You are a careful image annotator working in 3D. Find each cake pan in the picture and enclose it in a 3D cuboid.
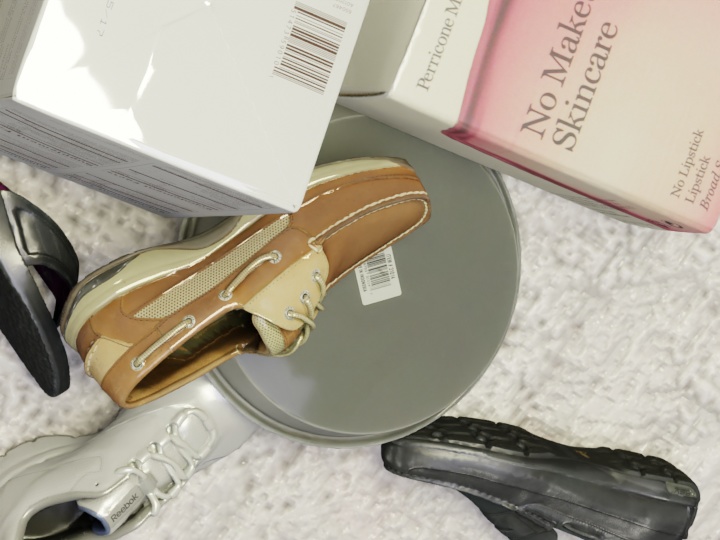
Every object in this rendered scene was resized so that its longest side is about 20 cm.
[{"bbox_3d":[0.000,0.000,1.548,0.199,0.037,0.201,-2,97,-18],"label":"cake pan"}]

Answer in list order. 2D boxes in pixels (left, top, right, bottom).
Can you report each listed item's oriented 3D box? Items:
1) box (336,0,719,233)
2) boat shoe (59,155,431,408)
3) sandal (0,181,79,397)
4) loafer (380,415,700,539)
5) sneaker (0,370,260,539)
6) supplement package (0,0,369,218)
[{"bbox_3d":[0.101,-0.113,1.495,0.199,0.109,0.128,21,87,-21],"label":"box"},{"bbox_3d":[-0.052,0.012,1.463,0.199,0.074,0.076,-26,152,-7],"label":"boat shoe"},{"bbox_3d":[-0.182,-0.022,1.513,0.048,0.075,0.201,-27,118,-19],"label":"sandal"},{"bbox_3d":[0.101,0.131,1.643,0.200,0.068,0.071,14,101,-22],"label":"loafer"},{"bbox_3d":[-0.119,0.108,1.574,0.200,0.087,0.075,-35,114,3],"label":"sneaker"},{"bbox_3d":[-0.105,-0.121,1.389,0.150,0.200,0.152,22,82,-21],"label":"supplement package"}]
